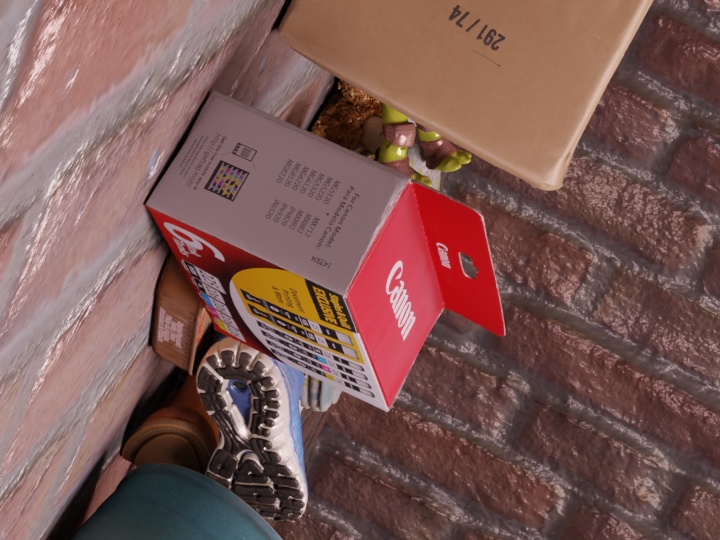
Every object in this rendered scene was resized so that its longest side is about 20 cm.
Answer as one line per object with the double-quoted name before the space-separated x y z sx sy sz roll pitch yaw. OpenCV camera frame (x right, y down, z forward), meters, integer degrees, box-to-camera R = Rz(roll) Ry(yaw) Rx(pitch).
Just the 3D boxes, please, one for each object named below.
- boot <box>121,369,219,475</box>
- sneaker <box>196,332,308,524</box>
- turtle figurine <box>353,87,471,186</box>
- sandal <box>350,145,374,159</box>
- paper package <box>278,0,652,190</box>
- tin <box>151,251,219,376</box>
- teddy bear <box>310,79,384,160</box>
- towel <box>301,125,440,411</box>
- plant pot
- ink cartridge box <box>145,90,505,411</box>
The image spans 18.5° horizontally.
"boot" -0.114 0.095 1.693 0.200 0.077 0.155 80 30 -67
"sneaker" -0.066 0.102 1.577 0.200 0.078 0.089 90 16 -44
"turtle figurine" 0.025 -0.143 1.653 0.200 0.064 0.162 -38 121 -54
"sandal" -0.042 -0.070 1.654 0.082 0.055 0.200 -49 -170 -3
"paper package" 0.078 -0.178 1.372 0.191 0.200 0.103 -62 176 9
"tin" -0.099 -0.001 1.479 0.200 0.042 0.112 108 6 -65
"teddy bear" 0.027 -0.163 1.769 0.200 0.067 0.145 -61 174 -19
"towel" 0.000 0.000 1.757 0.171 0.048 0.200 -50 158 -36
"plant pot" -0.157 0.268 1.530 0.188 0.200 0.200 -40 163 -38
"ink cartridge box" -0.014 0.001 1.304 0.084 0.175 0.200 -61 162 -16
